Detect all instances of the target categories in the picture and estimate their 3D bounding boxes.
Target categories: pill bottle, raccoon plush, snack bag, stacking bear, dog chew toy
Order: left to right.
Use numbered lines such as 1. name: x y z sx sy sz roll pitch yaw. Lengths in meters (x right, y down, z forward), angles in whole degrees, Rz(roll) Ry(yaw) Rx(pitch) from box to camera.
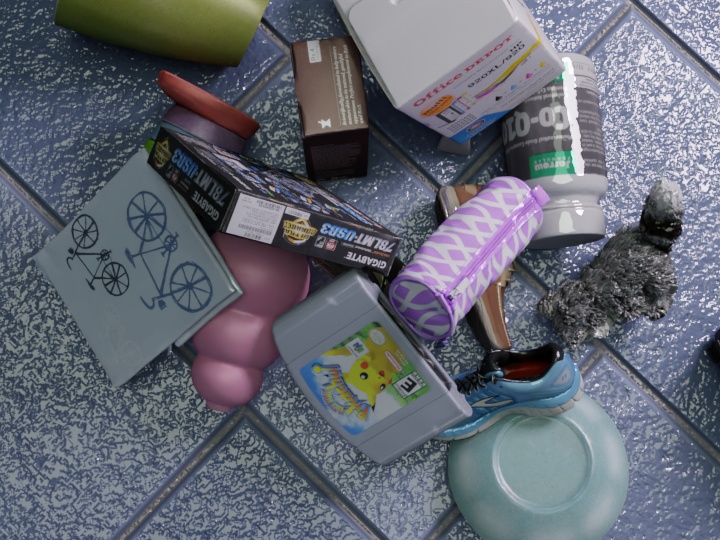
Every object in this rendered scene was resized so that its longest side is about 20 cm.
1. snack bag: -0.240 0.005 1.109 0.200 0.021 0.189 -39 79 22
2. stacking bear: -0.204 -0.098 1.159 0.113 0.121 0.201 28 91 10
3. dog chew toy: -0.129 0.053 1.133 0.124 0.125 0.201 15 89 0
4. pill bottle: 0.217 -0.131 1.173 0.112 0.113 0.201 -5 82 -3
5. raccoon plush: 0.262 -0.007 1.134 0.133 0.097 0.201 -19 127 -17

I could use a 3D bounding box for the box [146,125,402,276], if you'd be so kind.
1. box: -0.089 -0.070 1.051 0.198 0.200 0.050 17 103 -38

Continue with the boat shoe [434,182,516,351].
1. boat shoe: 0.141 -0.006 1.173 0.071 0.076 0.201 -14 84 -6

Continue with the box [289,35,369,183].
1. box: -0.031 -0.167 1.123 0.075 0.200 0.101 -8 82 0

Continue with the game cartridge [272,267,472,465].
1. game cartridge: 0.006 0.106 1.083 0.133 0.041 0.200 -33 104 24

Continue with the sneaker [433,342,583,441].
1. sneaker: 0.134 0.117 1.126 0.199 0.090 0.079 -17 45 8

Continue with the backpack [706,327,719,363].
1. backpack: 0.517 0.102 1.136 0.199 0.147 0.184 -24 86 -8

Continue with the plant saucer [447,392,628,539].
1. plant saucer: 0.195 0.210 1.139 0.200 0.039 0.202 -1 69 2

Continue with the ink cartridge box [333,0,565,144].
1. ink cartridge box: 0.094 -0.241 1.066 0.147 0.200 0.145 -34 74 18

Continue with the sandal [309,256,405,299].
1. sandal: 0.000 -0.001 1.179 0.080 0.057 0.201 -38 70 -4

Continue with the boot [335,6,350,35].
1. boot: 0.028 -0.368 1.221 0.154 0.072 0.201 -18 70 6

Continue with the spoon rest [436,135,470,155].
1. spoon rest: 0.127 -0.238 1.211 0.099 0.061 0.201 9 82 1

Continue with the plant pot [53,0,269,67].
1. plant pot: -0.208 -0.313 1.165 0.199 0.187 0.188 25 81 -14

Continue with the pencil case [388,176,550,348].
1. pencil case: 0.111 -0.016 1.072 0.084 0.085 0.200 47 56 -7
